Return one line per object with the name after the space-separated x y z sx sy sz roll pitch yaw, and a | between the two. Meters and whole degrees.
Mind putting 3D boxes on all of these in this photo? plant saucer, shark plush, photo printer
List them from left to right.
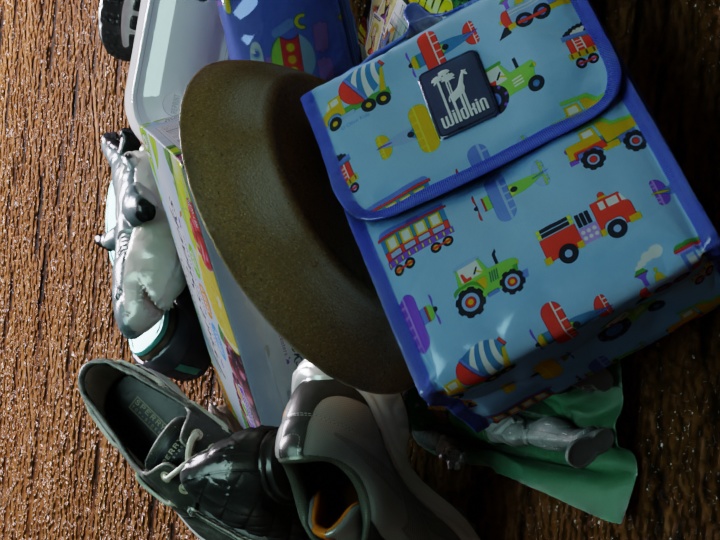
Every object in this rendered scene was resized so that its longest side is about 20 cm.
-0.164 -0.043 1.117 0.083 0.091 0.200 -51 49 18 | shark plush
-0.117 -0.181 1.113 0.166 0.069 0.201 -113 34 -74 | photo printer
-0.011 -0.033 0.843 0.035 0.200 0.201 -32 59 27 | plant saucer

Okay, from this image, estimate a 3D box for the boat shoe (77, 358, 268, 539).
-0.108 0.123 1.020 0.200 0.064 0.071 34 87 31 | boat shoe

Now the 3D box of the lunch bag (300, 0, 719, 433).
0.070 -0.048 0.783 0.150 0.094 0.200 -29 66 11 | lunch bag

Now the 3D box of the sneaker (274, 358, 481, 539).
0.007 0.138 0.870 0.074 0.200 0.079 -8 35 33 | sneaker

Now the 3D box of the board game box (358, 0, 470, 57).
0.040 -0.126 0.924 0.200 0.023 0.105 -119 43 -57 | board game box

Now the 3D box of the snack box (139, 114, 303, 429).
-0.074 0.008 0.994 0.142 0.053 0.200 -139 32 -69 | snack box

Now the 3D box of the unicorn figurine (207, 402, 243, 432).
-0.074 0.175 1.070 0.200 0.074 0.138 25 98 38 | unicorn figurine

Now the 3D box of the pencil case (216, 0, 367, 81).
-0.045 -0.171 0.938 0.087 0.078 0.201 -6 107 16 | pencil case

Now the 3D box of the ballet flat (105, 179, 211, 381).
-0.141 0.002 1.165 0.073 0.073 0.200 -57 33 34 | ballet flat

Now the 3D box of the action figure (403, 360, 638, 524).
0.066 0.072 0.890 0.200 0.055 0.118 -3 87 59 | action figure

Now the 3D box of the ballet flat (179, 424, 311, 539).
-0.037 0.133 0.925 0.057 0.200 0.067 -6 63 20 | ballet flat

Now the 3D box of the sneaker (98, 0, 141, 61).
-0.151 -0.256 1.227 0.200 0.074 0.080 -69 24 16 | sneaker
